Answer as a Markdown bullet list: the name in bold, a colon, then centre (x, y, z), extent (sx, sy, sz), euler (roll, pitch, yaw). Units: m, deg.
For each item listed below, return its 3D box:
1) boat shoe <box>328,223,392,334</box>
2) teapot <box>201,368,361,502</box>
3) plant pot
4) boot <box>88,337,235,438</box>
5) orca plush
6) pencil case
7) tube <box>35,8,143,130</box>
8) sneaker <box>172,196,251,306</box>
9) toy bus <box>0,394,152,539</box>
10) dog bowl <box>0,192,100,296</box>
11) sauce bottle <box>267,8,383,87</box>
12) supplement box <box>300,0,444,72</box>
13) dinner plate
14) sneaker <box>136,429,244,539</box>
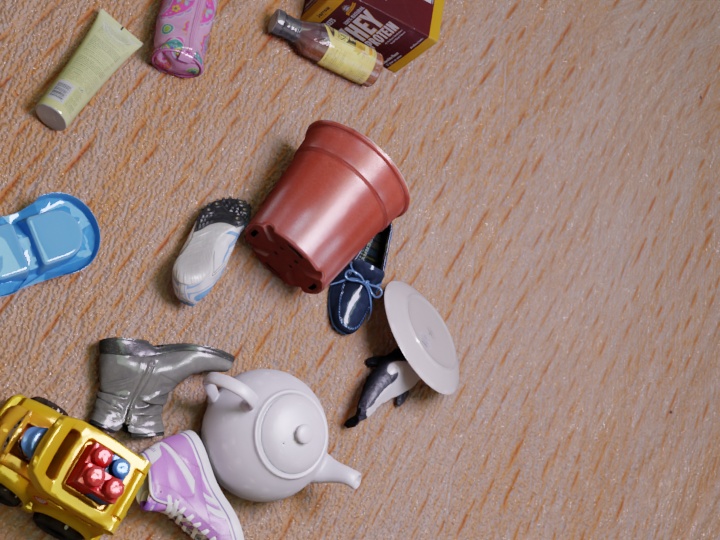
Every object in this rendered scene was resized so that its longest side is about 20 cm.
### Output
- **boat shoe**: centre (0.000, 0.000, 1.635), extent (0.083, 0.068, 0.203), euler (22, 66, -26)
- **teapot**: centre (-0.118, 0.225, 1.440), extent (0.198, 0.145, 0.201), euler (-9, 87, -36)
- **plant pot**: centre (-0.060, -0.085, 1.558), extent (0.201, 0.200, 0.196), euler (45, 66, -14)
- **boot**: centre (-0.273, 0.165, 1.427), extent (0.197, 0.068, 0.133), euler (6, 81, -26)
- **orca plush**: centre (0.033, 0.170, 1.629), extent (0.200, 0.071, 0.106), euler (-46, 147, -29)
- **pencil case**: centre (-0.259, -0.394, 1.570), extent (0.087, 0.087, 0.203), euler (20, 67, -26)
- **tube**: centre (-0.389, -0.285, 1.482), extent (0.058, 0.051, 0.202), euler (72, 37, -49)
- **sneaker**: centre (-0.219, -0.033, 1.516), extent (0.071, 0.073, 0.201), euler (23, 49, 5)
- **toy bus**: centre (-0.359, 0.239, 1.266), extent (0.199, 0.191, 0.137), euler (37, 62, -17)
- **dog bowl**: centre (-0.445, -0.030, 1.370), extent (0.198, 0.049, 0.113), euler (-22, 89, -36)
- **sauce bottle**: centre (-0.057, -0.368, 1.703), extent (0.198, 0.066, 0.067), euler (21, 66, -28)
- **supplement box**: centre (0.028, -0.481, 1.747), extent (0.198, 0.132, 0.200), euler (21, 67, -26)
- **dinner plate**: centre (0.105, 0.101, 1.641), extent (0.200, 0.024, 0.202), euler (43, 29, -30)
- **sneaker**: centre (-0.237, 0.325, 1.384), extent (0.114, 0.072, 0.202), euler (-18, 76, -48)
